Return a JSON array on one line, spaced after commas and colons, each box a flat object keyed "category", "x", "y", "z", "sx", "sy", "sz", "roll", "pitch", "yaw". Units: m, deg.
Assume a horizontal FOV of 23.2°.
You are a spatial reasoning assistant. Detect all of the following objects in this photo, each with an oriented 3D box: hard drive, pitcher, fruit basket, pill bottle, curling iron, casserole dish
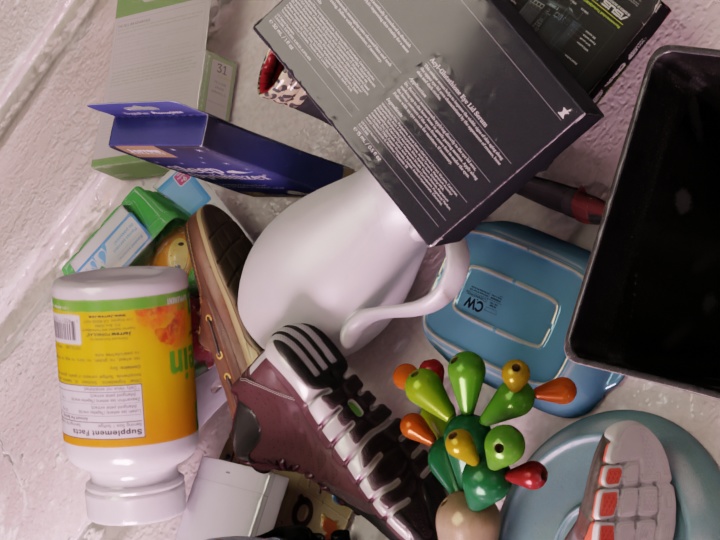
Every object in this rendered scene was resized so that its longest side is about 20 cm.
[{"category": "hard drive", "x": -0.123, "y": 0.253, "z": 1.406, "sx": 0.132, "sy": 0.026, "sz": 0.200, "roll": 0, "pitch": 70, "yaw": 61}, {"category": "pitcher", "x": 0.000, "y": 0.000, "z": 1.338, "sx": 0.200, "sy": 0.121, "sz": 0.172, "roll": -45, "pitch": 38, "yaw": 28}, {"category": "fruit basket", "x": -0.164, "y": 0.030, "z": 1.517, "sx": 0.185, "sy": 0.094, "sz": 0.200, "roll": -46, "pitch": 58, "yaw": 12}, {"category": "pill bottle", "x": -0.189, "y": 0.101, "z": 1.436, "sx": 0.111, "sy": 0.111, "sz": 0.200, "roll": 4, "pitch": 100, "yaw": 45}, {"category": "curling iron", "x": 0.162, "y": -0.056, "z": 1.276, "sx": 0.200, "sy": 0.026, "sz": 0.050, "roll": 18, "pitch": 126, "yaw": 50}, {"category": "casserole dish", "x": 0.116, "y": 0.030, "z": 1.286, "sx": 0.200, "sy": 0.039, "sz": 0.121, "roll": 26, "pitch": 93, "yaw": 47}]

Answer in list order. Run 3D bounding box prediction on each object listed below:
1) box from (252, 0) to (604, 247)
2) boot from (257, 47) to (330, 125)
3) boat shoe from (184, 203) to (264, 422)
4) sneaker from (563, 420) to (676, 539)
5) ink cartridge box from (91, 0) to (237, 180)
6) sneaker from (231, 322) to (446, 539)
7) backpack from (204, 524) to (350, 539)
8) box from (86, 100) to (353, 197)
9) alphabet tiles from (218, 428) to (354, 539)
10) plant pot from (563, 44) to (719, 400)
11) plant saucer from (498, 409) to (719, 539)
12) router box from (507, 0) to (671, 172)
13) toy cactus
[{"category": "box", "x": 0.047, "y": -0.137, "z": 1.208, "sx": 0.141, "sy": 0.079, "sz": 0.200, "roll": -41, "pitch": 81, "yaw": 19}, {"category": "boot", "x": 0.027, "y": -0.186, "z": 1.359, "sx": 0.204, "sy": 0.154, "sz": 0.073, "roll": -60, "pitch": 26, "yaw": 12}, {"category": "boat shoe", "x": -0.106, "y": 0.043, "z": 1.434, "sx": 0.068, "sy": 0.072, "sz": 0.200, "roll": -29, "pitch": 74, "yaw": 25}, {"category": "sneaker", "x": 0.145, "y": 0.194, "z": 1.138, "sx": 0.082, "sy": 0.077, "sz": 0.200, "roll": -2, "pitch": 73, "yaw": 50}, {"category": "ink cartridge box", "x": -0.178, "y": -0.190, "z": 1.641, "sx": 0.145, "sy": 0.048, "sz": 0.200, "roll": -4, "pitch": 72, "yaw": 43}, {"category": "sneaker", "x": -0.025, "y": 0.144, "z": 1.325, "sx": 0.116, "sy": 0.076, "sz": 0.200, "roll": -40, "pitch": 82, "yaw": 36}, {"category": "backpack", "x": -0.071, "y": 0.283, "z": 1.265, "sx": 0.154, "sy": 0.190, "sz": 0.200, "roll": 13, "pitch": 86, "yaw": 49}, {"category": "box", "x": -0.117, "y": -0.097, "z": 1.440, "sx": 0.121, "sy": 0.200, "sz": 0.032, "roll": 4, "pitch": 79, "yaw": 45}, {"category": "alphabet tiles", "x": -0.072, "y": 0.199, "z": 1.431, "sx": 0.166, "sy": 0.006, "sz": 0.200, "roll": 27, "pitch": 95, "yaw": 45}, {"category": "plant pot", "x": 0.274, "y": -0.005, "z": 1.045, "sx": 0.200, "sy": 0.177, "sz": 0.200, "roll": 14, "pitch": 86, "yaw": 47}, {"category": "plant saucer", "x": 0.163, "y": 0.190, "z": 1.192, "sx": 0.200, "sy": 0.027, "sz": 0.200, "roll": -18, "pitch": 63, "yaw": 40}, {"category": "router box", "x": 0.100, "y": -0.189, "z": 1.261, "sx": 0.200, "sy": 0.062, "sz": 0.150, "roll": 41, "pitch": 103, "yaw": 11}, {"category": "toy cactus", "x": 0.082, "y": 0.137, "z": 1.225, "sx": 0.200, "sy": 0.102, "sz": 0.165, "roll": -172, "pitch": 82, "yaw": -67}]
